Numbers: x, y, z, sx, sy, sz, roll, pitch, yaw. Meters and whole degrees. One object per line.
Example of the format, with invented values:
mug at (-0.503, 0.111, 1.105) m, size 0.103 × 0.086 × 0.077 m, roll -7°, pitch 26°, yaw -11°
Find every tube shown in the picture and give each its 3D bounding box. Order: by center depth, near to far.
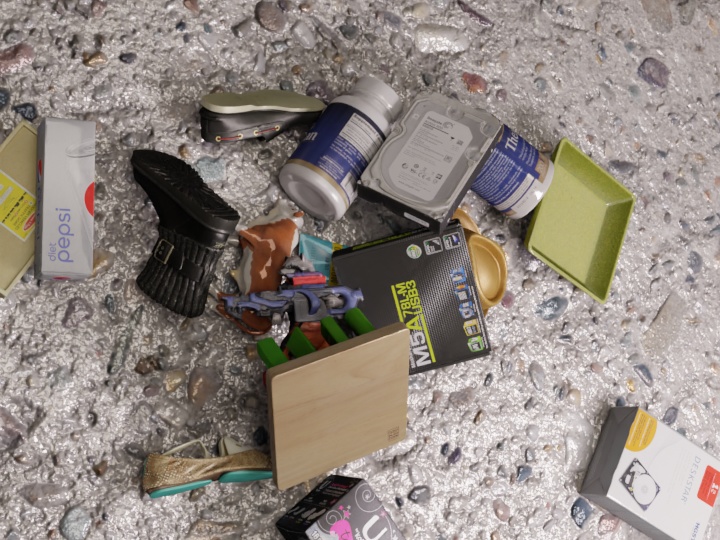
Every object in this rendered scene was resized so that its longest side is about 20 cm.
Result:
tube at (0.000, 0.000, 1.644) m, size 0.197 × 0.050 × 0.079 m, roll 9°, pitch 76°, yaw -20°

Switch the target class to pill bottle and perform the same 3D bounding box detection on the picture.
pill bottle at (-0.022, -0.181, 1.622) m, size 0.111 × 0.111 × 0.201 m, roll 40°, pitch 68°, yaw -14°
pill bottle at (0.192, -0.178, 1.720) m, size 0.199 × 0.111 × 0.112 m, roll 34°, pitch 70°, yaw -17°

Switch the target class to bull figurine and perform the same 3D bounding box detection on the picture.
bull figurine at (-0.148, -0.014, 1.565) m, size 0.120 × 0.065 × 0.203 m, roll 15°, pitch 75°, yaw -19°

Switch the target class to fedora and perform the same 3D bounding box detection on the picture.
fedora at (0.162, -0.002, 1.664) m, size 0.199 × 0.081 × 0.204 m, roll 7°, pitch 81°, yaw -48°

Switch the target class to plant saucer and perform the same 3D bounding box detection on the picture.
plant saucer at (0.342, -0.076, 1.793) m, size 0.198 × 0.048 × 0.203 m, roll 32°, pitch 69°, yaw -32°

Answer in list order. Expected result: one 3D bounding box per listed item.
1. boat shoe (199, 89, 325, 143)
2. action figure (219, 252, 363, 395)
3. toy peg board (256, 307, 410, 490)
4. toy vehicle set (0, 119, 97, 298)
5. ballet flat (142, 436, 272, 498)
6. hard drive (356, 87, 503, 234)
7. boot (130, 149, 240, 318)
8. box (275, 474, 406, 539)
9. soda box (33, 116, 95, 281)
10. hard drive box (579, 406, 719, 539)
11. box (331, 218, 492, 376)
boat shoe at (-0.141, -0.220, 1.603) m, size 0.199 × 0.073 × 0.064 m, roll -10°, pitch 122°, yaw -35°
action figure at (-0.103, 0.073, 1.528) m, size 0.197 × 0.104 × 0.197 m, roll 6°, pitch 86°, yaw -18°
toy peg board at (-0.044, 0.156, 1.483) m, size 0.197 × 0.098 × 0.202 m, roll -18°, pitch 130°, yaw -22°
toy vehicle set at (-0.452, -0.081, 1.454) m, size 0.124 × 0.026 × 0.201 m, roll 39°, pitch 68°, yaw -15°
ballet flat at (-0.197, 0.257, 1.503) m, size 0.197 × 0.070 × 0.066 m, roll -3°, pitch 69°, yaw -29°
hard drive at (0.100, -0.160, 1.587) m, size 0.138 × 0.038 × 0.201 m, roll 26°, pitch 61°, yaw 16°
boot at (-0.261, -0.053, 1.507) m, size 0.079 × 0.211 × 0.159 m, roll -2°, pitch 126°, yaw -49°
box at (-0.001, 0.393, 1.533) m, size 0.114 × 0.132 × 0.201 m, roll -39°, pitch 99°, yaw -23°
soda box at (-0.380, -0.091, 1.438) m, size 0.067 × 0.063 × 0.204 m, roll 3°, pitch 81°, yaw -25°
hard drive box at (0.470, 0.333, 1.792) m, size 0.198 × 0.077 × 0.158 m, roll 31°, pitch 71°, yaw -18°
box at (0.074, 0.046, 1.596) m, size 0.190 × 0.048 × 0.203 m, roll -14°, pitch 104°, yaw 3°
